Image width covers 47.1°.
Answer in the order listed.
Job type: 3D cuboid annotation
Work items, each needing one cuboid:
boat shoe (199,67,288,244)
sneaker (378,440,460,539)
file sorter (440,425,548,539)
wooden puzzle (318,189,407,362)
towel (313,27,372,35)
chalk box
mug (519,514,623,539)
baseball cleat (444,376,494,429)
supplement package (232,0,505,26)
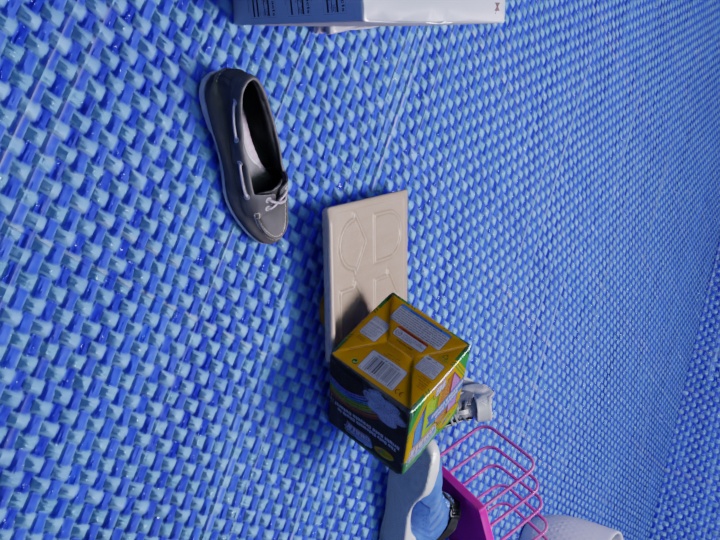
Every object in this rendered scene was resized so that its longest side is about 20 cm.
[{"bbox_3d":[-0.107,-0.109,0.845,0.067,0.057,0.200,-47,133,-39],"label":"boat shoe"},{"bbox_3d":[0.098,0.322,1.194,0.111,0.077,0.201,-5,112,-42],"label":"sneaker"},{"bbox_3d":[0.208,0.368,1.299,0.125,0.139,0.200,-30,125,-19],"label":"file sorter"},{"bbox_3d":[0.000,0.000,1.039,0.200,0.046,0.186,-22,116,-56],"label":"wooden puzzle"},{"bbox_3d":[0.004,-0.381,0.964,0.200,0.032,0.192,-30,121,-49],"label":"towel"},{"bbox_3d":[0.044,0.153,1.025,0.124,0.125,0.200,-43,154,-30],"label":"chalk box"},{"bbox_3d":[0.409,0.586,1.637,0.147,0.175,0.201,-14,109,-53],"label":"mug"},{"bbox_3d":[0.132,0.202,1.213,0.200,0.106,0.070,-27,118,-50],"label":"baseball cleat"},{"bbox_3d":[0.006,-0.313,0.802,0.191,0.200,0.148,-14,110,-39],"label":"supplement package"}]
